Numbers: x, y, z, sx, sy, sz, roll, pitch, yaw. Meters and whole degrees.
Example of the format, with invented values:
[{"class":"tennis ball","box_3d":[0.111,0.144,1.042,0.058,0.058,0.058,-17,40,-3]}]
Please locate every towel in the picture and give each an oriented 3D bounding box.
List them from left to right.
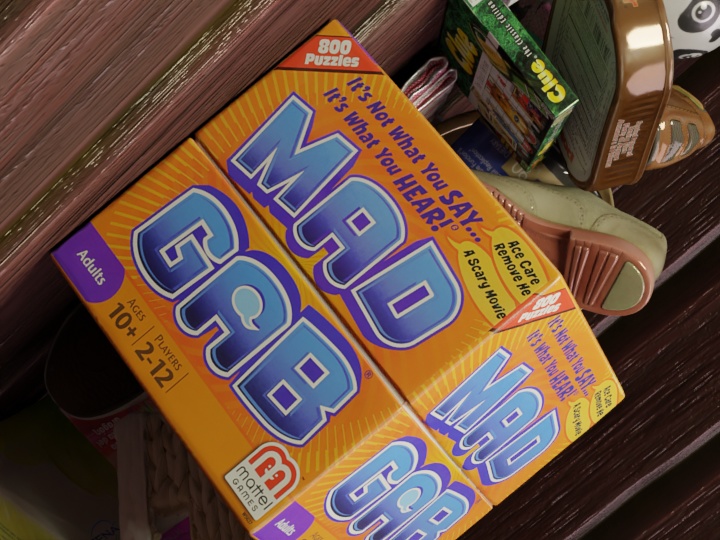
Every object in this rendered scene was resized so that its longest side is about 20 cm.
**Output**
[{"class":"towel","box_3d":[-0.001,-0.087,1.470,0.146,0.030,0.200,-39,178,-6]}]

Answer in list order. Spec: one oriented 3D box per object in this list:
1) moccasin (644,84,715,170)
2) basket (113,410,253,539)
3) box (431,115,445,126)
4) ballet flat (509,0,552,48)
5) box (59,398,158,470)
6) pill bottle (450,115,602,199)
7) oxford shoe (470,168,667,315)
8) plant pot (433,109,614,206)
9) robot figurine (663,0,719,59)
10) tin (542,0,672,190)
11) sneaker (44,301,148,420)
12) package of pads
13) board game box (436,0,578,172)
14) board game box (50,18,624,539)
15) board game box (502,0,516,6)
[{"class":"moccasin","box_3d":[0.174,-0.133,1.501,0.077,0.201,0.074,-10,114,-35]},{"class":"basket","box_3d":[-0.039,0.193,1.312,0.160,0.199,0.200,-17,150,13]},{"class":"box","box_3d":[0.055,0.009,1.713,0.199,0.200,0.131,-39,177,5]},{"class":"ballet flat","box_3d":[0.185,-0.205,1.504,0.200,0.071,0.069,-36,169,-37]},{"class":"box","box_3d":[-0.094,0.060,1.402,0.200,0.095,0.103,-32,-163,36]},{"class":"pill bottle","box_3d":[0.072,-0.019,1.518,0.200,0.112,0.112,-45,175,3]},{"class":"oxford shoe","box_3d":[0.116,-0.031,1.435,0.074,0.199,0.071,-49,159,-51]},{"class":"plant pot","box_3d":[0.098,-0.031,1.596,0.200,0.200,0.027,-39,-158,1]},{"class":"robot figurine","box_3d":[0.245,-0.228,1.402,0.200,0.151,0.125,-39,-157,-21]},{"class":"tin","box_3d":[0.157,-0.131,1.353,0.042,0.113,0.200,-11,153,-9]},{"class":"sneaker","box_3d":[-0.114,0.020,1.295,0.200,0.073,0.085,-43,171,23]},{"class":"package of pads","box_3d":[-0.189,0.180,1.432,0.068,0.200,0.154,-62,165,24]},{"class":"board game box","box_3d":[0.092,-0.126,1.343,0.023,0.105,0.200,-35,174,-4]},{"class":"board game box","box_3d":[-0.007,0.032,1.137,0.200,0.200,0.200,-40,154,0]},{"class":"board game box","box_3d":[0.147,-0.230,1.132,0.134,0.034,0.200,-33,172,-19]}]
